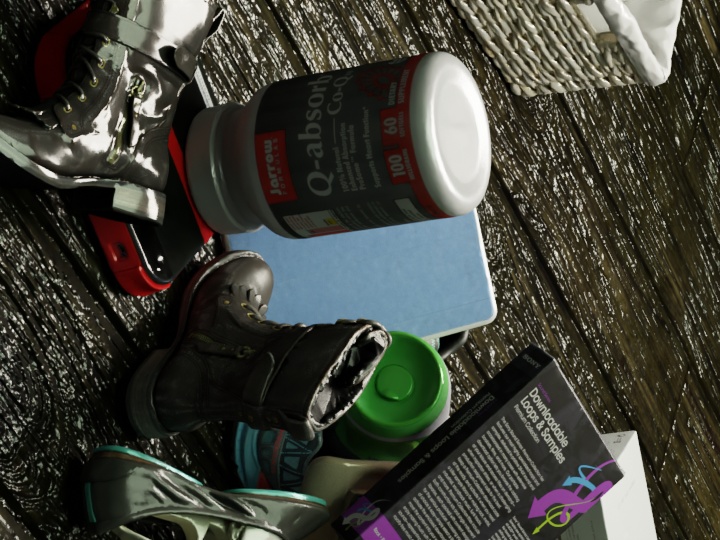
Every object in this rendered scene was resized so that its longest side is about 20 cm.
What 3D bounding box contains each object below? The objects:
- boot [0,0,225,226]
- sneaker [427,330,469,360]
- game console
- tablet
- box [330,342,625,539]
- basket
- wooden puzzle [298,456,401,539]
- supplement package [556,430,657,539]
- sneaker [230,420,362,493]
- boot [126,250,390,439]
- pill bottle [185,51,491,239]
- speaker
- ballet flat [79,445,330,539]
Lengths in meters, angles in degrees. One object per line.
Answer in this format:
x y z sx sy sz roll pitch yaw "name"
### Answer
-0.179 -0.132 1.437 0.199 0.069 0.176 20 78 -48 "boot"
0.013 0.052 1.756 0.199 0.079 0.076 -9 93 -57 "sneaker"
-0.153 -0.101 1.562 0.177 0.031 0.201 -55 131 -54 "game console"
0.000 0.000 1.675 0.198 0.014 0.131 -14 98 -13 "tablet"
0.089 0.166 1.605 0.200 0.036 0.143 -40 129 -7 "box"
0.193 -0.296 2.035 0.198 0.160 0.201 49 47 -44 "basket"
0.030 0.230 1.642 0.198 0.037 0.186 8 110 -30 "wooden puzzle"
0.127 0.232 1.773 0.152 0.198 0.152 -36 116 -67 "supplement package"
-0.023 0.185 1.656 0.201 0.095 0.080 64 37 -30 "sneaker"
-0.054 0.054 1.536 0.070 0.173 0.201 63 38 -30 "boot"
-0.017 -0.084 1.570 0.116 0.198 0.117 28 58 -58 "pill bottle"
0.025 0.110 1.680 0.200 0.088 0.089 88 7 -71 "speaker"
-0.109 0.175 1.516 0.199 0.068 0.069 17 66 -32 "ballet flat"
